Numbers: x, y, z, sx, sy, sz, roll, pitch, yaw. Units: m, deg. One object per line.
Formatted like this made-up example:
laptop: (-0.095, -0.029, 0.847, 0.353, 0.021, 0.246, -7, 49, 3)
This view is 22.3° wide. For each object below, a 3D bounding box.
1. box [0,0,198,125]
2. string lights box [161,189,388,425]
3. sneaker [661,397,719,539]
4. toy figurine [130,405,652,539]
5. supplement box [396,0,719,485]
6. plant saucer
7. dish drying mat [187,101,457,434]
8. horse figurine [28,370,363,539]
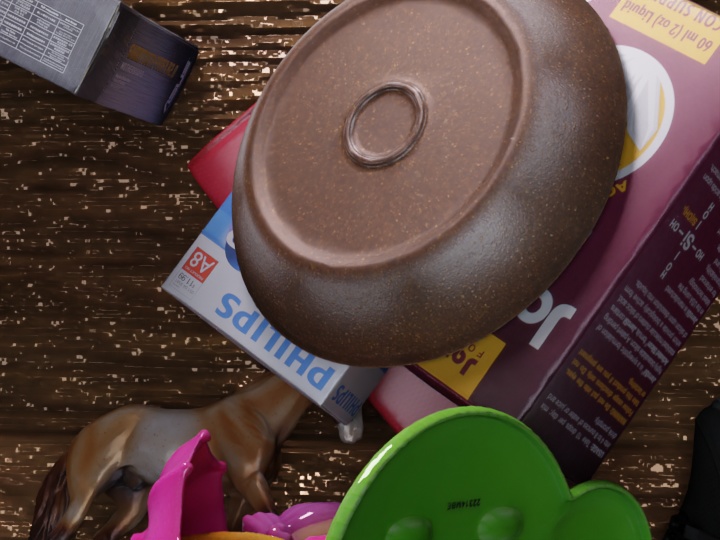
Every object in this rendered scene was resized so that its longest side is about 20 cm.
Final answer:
box: (-0.190, -0.141, 0.883, 0.199, 0.158, 0.048, 27, 93, 8)
string lights box: (0.008, -0.038, 0.879, 0.103, 0.059, 0.200, 35, 85, 18)
sneaker: (0.161, 0.161, 0.875, 0.082, 0.073, 0.201, 2, 90, 6)
toy figurine: (-0.006, 0.120, 0.781, 0.184, 0.199, 0.151, 7, 95, 46)
supplement box: (0.101, -0.022, 0.808, 0.110, 0.086, 0.200, 34, 87, 36)
plant saucer: (0.018, -0.057, 0.798, 0.200, 0.037, 0.201, -15, 58, 26)
dish drying mat: (0.000, 0.000, 0.927, 0.077, 0.018, 0.200, -39, 85, 5)
horse figurine: (-0.092, 0.110, 0.908, 0.199, 0.050, 0.133, -10, 63, 24)
